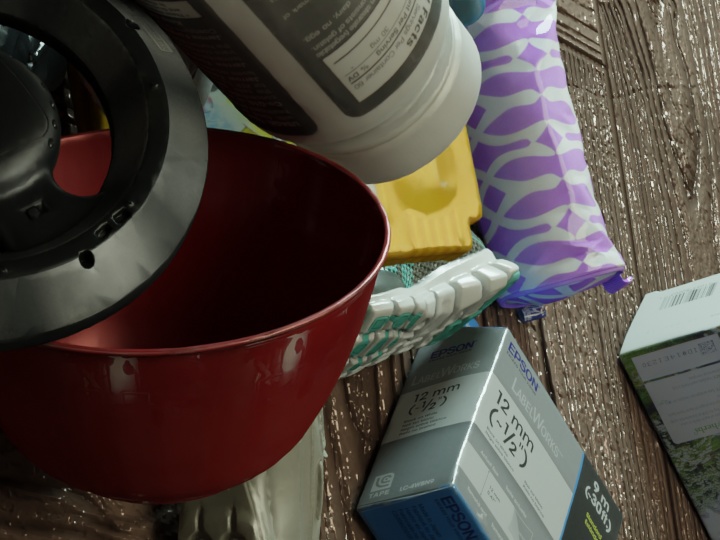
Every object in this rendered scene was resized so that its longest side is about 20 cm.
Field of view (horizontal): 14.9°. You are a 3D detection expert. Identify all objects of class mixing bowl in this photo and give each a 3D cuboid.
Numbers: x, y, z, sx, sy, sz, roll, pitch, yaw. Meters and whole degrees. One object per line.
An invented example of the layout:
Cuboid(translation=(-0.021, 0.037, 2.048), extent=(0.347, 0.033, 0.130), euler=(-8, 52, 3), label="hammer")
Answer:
Cuboid(translation=(-0.086, 0.029, 1.177), extent=(0.200, 0.200, 0.109), euler=(-52, 147, -56), label="mixing bowl")

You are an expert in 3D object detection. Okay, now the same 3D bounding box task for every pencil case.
Cuboid(translation=(0.101, -0.075, 1.621), extent=(0.085, 0.084, 0.201), euler=(-11, 85, -26), label="pencil case")

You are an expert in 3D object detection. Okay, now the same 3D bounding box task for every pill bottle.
Cuboid(translation=(-0.030, -0.126, 1.209), extent=(0.200, 0.113, 0.113), euler=(47, 37, -50), label="pill bottle")

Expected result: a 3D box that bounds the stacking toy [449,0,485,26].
Cuboid(translation=(-0.039, -0.119, 1.419), extent=(0.110, 0.116, 0.200), euler=(56, 47, -15), label="stacking toy")

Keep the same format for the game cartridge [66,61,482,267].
Cuboid(translation=(-0.043, -0.085, 1.339), extent=(0.200, 0.032, 0.177), euler=(-5, 77, -26), label="game cartridge")

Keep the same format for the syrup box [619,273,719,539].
Cuboid(translation=(0.250, 0.107, 1.784), extent=(0.200, 0.079, 0.081), euler=(61, 31, -19), label="syrup box")

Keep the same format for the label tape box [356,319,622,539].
Cuboid(translation=(0.081, 0.111, 1.511), extent=(0.143, 0.066, 0.200), euler=(57, 34, -25), label="label tape box")

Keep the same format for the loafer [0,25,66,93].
Cuboid(translation=(-0.159, -0.096, 1.211), extent=(0.070, 0.068, 0.201), euler=(42, 37, -30), label="loafer")

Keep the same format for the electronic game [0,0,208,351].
Cuboid(translation=(-0.160, -0.055, 1.106), extent=(0.042, 0.199, 0.200), euler=(109, -16, -56), label="electronic game")

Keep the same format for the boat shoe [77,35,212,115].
Cuboid(translation=(-0.088, -0.162, 1.273), extent=(0.065, 0.073, 0.201), euler=(45, 47, -59), label="boat shoe")

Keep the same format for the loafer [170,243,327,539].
Cuboid(translation=(-0.050, 0.077, 1.284), extent=(0.070, 0.070, 0.201), euler=(-1, 95, -66), label="loafer")

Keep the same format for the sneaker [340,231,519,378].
Cuboid(translation=(0.000, 0.000, 1.445), extent=(0.091, 0.078, 0.200), euler=(55, 28, 11), label="sneaker")
